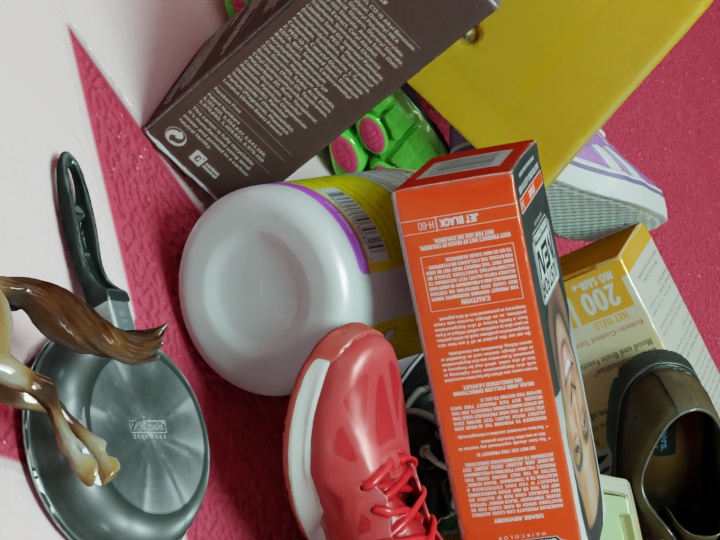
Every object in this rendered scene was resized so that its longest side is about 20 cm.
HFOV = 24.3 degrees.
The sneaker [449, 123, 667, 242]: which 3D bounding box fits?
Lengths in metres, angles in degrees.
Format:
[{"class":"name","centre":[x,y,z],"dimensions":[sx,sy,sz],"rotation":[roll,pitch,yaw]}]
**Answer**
[{"class":"sneaker","centre":[0.126,-0.089,1.026],"dimensions":[0.200,0.072,0.115],"rotation":[22,59,-51]}]

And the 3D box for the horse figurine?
[{"class":"horse figurine","centre":[-0.166,0.049,0.649],"dimensions":[0.133,0.050,0.200],"rotation":[50,40,4]}]

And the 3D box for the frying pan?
[{"class":"frying pan","centre":[-0.105,0.045,0.779],"dimensions":[0.115,0.031,0.191],"rotation":[37,46,-42]}]

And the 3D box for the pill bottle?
[{"class":"pill bottle","centre":[0.000,0.000,0.888],"dimensions":[0.200,0.104,0.105],"rotation":[-12,81,-58]}]

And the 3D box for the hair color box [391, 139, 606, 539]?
[{"class":"hair color box","centre":[0.071,0.045,0.818],"dimensions":[0.102,0.061,0.201],"rotation":[-46,126,-71]}]

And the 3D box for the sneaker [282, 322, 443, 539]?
[{"class":"sneaker","centre":[0.030,0.128,0.777],"dimensions":[0.078,0.115,0.201],"rotation":[-24,118,-45]}]

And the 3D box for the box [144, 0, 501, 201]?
[{"class":"box","centre":[-0.011,-0.124,0.849],"dimensions":[0.075,0.200,0.100],"rotation":[42,38,-14]}]

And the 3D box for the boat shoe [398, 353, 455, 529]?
[{"class":"boat shoe","centre":[0.037,0.102,0.914],"dimensions":[0.074,0.068,0.199],"rotation":[59,33,-13]}]

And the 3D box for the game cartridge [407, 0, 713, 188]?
[{"class":"game cartridge","centre":[0.086,-0.161,0.867],"dimensions":[0.176,0.200,0.032],"rotation":[44,40,5]}]

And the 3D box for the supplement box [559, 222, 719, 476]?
[{"class":"supplement box","centre":[0.160,0.089,1.049],"dimensions":[0.201,0.126,0.074],"rotation":[61,28,-8]}]

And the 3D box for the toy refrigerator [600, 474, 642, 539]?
[{"class":"toy refrigerator","centre":[0.126,0.213,0.897],"dimensions":[0.076,0.070,0.201],"rotation":[19,55,-54]}]

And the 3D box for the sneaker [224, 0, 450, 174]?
[{"class":"sneaker","centre":[0.002,-0.116,0.989],"dimensions":[0.200,0.077,0.084],"rotation":[56,37,-20]}]

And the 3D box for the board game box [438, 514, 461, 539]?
[{"class":"board game box","centre":[0.108,0.216,0.975],"dimensions":[0.201,0.040,0.153],"rotation":[61,32,-11]}]

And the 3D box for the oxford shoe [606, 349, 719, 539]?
[{"class":"oxford shoe","centre":[0.180,0.155,0.968],"dimensions":[0.084,0.072,0.201],"rotation":[-117,-163,-68]}]
